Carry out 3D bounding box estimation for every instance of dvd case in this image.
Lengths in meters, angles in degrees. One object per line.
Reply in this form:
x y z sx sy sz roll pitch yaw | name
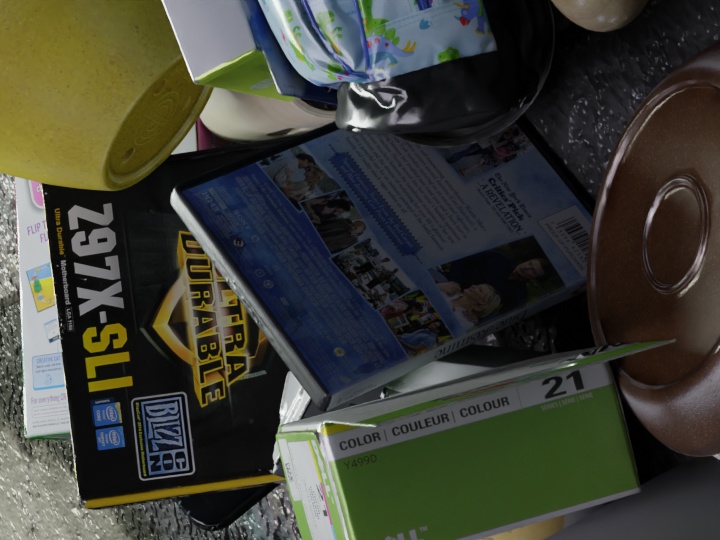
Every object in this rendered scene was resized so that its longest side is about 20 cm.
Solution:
0.022 -0.021 1.338 0.143 0.200 0.018 53 147 23 | dvd case

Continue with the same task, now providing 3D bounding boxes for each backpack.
-0.001 -0.166 1.259 0.163 0.154 0.200 -103 8 -84 | backpack

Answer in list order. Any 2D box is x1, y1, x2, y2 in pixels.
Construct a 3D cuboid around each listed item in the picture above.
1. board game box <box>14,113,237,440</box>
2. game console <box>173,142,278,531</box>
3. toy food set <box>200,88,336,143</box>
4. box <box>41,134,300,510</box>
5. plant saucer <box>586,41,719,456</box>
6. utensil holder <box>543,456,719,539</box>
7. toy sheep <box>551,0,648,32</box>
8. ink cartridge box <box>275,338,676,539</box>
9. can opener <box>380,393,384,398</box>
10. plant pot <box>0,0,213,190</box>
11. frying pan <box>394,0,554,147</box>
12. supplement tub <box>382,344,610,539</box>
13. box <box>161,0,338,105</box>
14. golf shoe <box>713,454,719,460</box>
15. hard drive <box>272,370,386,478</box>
-0.143 -0.001 1.627 0.153 0.040 0.200 -8 81 34 | board game box
-0.097 0.027 1.628 0.200 0.176 0.116 47 171 29 | game console
-0.067 -0.172 1.520 0.143 0.060 0.200 -7 102 67 | toy food set
-0.095 0.032 1.540 0.049 0.159 0.200 39 -137 -79 | box
0.157 -0.015 1.218 0.200 0.032 0.200 -33 52 58 | plant saucer
0.153 0.189 1.276 0.170 0.200 0.170 30 131 40 | utensil holder
0.099 -0.207 1.183 0.138 0.138 0.200 -1 94 56 | toy sheep
0.056 0.087 1.215 0.200 0.148 0.076 163 93 -76 | ink cartridge box
0.050 0.084 1.500 0.200 0.053 0.066 59 150 10 | can opener
-0.165 -0.127 1.493 0.142 0.200 0.200 37 140 15 | plant pot
0.016 -0.147 1.354 0.190 0.031 0.115 43 100 2 | frying pan
0.063 0.145 1.397 0.145 0.145 0.200 10 95 53 | supplement tub
-0.069 -0.170 1.364 0.048 0.122 0.200 -24 80 20 | box
0.183 0.052 1.259 0.200 0.088 0.077 -10 103 58 | golf shoe
0.000 0.000 1.418 0.140 0.038 0.200 117 167 -52 | hard drive
